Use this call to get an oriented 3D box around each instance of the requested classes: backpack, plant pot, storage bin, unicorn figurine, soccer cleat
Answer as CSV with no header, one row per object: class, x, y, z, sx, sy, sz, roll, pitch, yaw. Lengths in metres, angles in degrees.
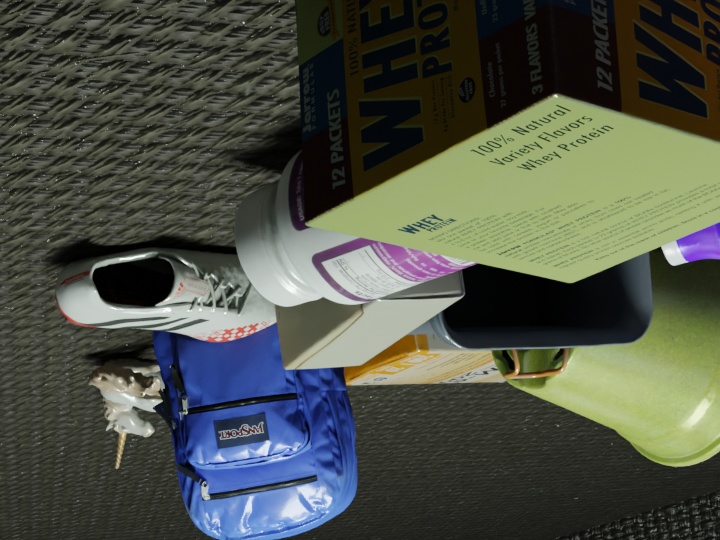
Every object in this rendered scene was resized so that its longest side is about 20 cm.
backpack,-0.092,0.126,1.670,0.161,0.202,0.168,-10,178,11
plant pot,0.218,0.053,1.715,0.183,0.202,0.200,15,155,-32
storage bin,0.109,0.012,1.563,0.198,0.147,0.134,-1,174,-29
unicorn figurine,-0.201,0.117,1.905,0.136,0.075,0.200,-3,153,15
soccer cleat,-0.135,0.015,1.534,0.198,0.069,0.085,3,166,-25

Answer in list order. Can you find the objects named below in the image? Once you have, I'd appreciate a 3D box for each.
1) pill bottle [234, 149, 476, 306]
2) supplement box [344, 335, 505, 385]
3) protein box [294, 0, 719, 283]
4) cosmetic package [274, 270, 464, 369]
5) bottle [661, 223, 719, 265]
pill bottle,0.016,-0.042,1.310,0.199,0.113,0.112,-19,163,36
supplement box,0.087,0.056,1.818,0.198,0.074,0.126,1,163,-36
protein box,0.101,-0.099,1.052,0.199,0.136,0.198,11,156,-37
cosmetic package,0.000,0.000,1.485,0.072,0.105,0.200,-3,164,-22
bottle,0.334,-0.051,1.581,0.198,0.066,0.083,-15,163,22
